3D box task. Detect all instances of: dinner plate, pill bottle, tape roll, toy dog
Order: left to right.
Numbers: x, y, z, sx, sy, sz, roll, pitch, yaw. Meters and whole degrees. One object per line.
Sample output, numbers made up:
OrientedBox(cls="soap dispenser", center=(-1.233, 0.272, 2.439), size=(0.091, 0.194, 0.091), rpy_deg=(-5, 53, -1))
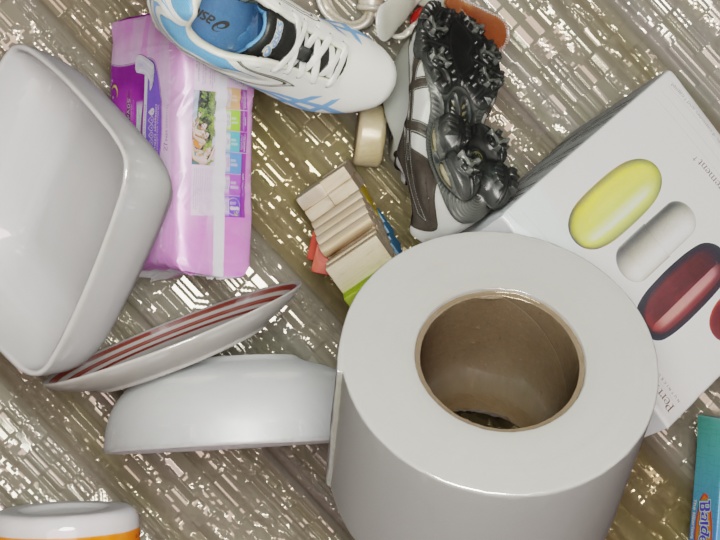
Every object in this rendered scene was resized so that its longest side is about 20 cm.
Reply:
OrientedBox(cls="pill bottle", center=(-0.217, 0.277, 1.299), size=(0.113, 0.113, 0.200), rpy_deg=(-2, 90, -5))
OrientedBox(cls="dinner plate", center=(-0.133, 0.053, 1.265), size=(0.200, 0.200, 0.024), rpy_deg=(-22, 97, -5))
OrientedBox(cls="toy dog", center=(0.048, -0.159, 1.334), size=(0.132, 0.096, 0.200), rpy_deg=(-12, 91, -9))
OrientedBox(cls="tape roll", center=(0.082, 0.094, 1.134), size=(0.202, 0.139, 0.203), rpy_deg=(2, 52, -3))

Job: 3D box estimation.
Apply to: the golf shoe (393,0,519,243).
OrientedBox(cls="golf shoe", center=(0.054, -0.108, 1.250), size=(0.078, 0.094, 0.200), rpy_deg=(22, 45, -24))

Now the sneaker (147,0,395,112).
OrientedBox(cls="sneaker", center=(-0.056, -0.157, 1.230), size=(0.200, 0.072, 0.072), rpy_deg=(19, 98, -32))

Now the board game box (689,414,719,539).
OrientedBox(cls="board game box", center=(0.331, 0.217, 1.363), size=(0.152, 0.045, 0.200), rpy_deg=(4, 89, -18))

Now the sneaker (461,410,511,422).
OrientedBox(cls="sneaker", center=(0.084, 0.086, 1.353), size=(0.200, 0.072, 0.073), rpy_deg=(22, 106, -5))

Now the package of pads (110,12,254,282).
OrientedBox(cls="package of pads", center=(-0.135, -0.092, 1.305), size=(0.076, 0.120, 0.200), rpy_deg=(1, 88, -37))

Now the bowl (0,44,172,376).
OrientedBox(cls="bowl", center=(-0.217, -0.043, 1.271), size=(0.200, 0.075, 0.200), rpy_deg=(43, 116, 38))

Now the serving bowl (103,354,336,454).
OrientedBox(cls="serving bowl", center=(-0.088, 0.096, 1.272), size=(0.200, 0.200, 0.066), rpy_deg=(-3, 84, -5))

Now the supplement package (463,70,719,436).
OrientedBox(cls="supplement package", center=(0.188, 0.000, 1.286), size=(0.200, 0.147, 0.191), rpy_deg=(-40, 92, -30))

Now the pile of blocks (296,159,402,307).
OrientedBox(cls="pile of blocks", center=(0.000, 0.000, 1.313), size=(0.062, 0.200, 0.082), rpy_deg=(-34, 133, 11))
